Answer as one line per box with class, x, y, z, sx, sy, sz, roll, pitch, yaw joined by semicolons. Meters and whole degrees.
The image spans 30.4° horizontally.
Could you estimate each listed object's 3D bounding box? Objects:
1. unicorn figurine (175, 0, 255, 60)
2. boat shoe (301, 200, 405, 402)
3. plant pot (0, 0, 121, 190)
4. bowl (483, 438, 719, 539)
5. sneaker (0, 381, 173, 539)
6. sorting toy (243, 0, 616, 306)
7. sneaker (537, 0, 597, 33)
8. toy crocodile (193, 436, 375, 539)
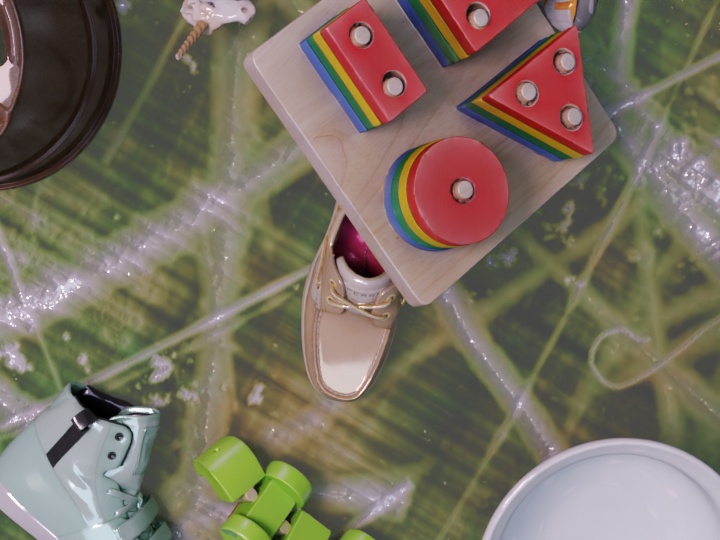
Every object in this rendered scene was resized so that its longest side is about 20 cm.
unicorn figurine;-0.055;-0.234;0.889;0.136;0.074;0.202;-3;84;0
boat shoe;0.000;0.000;0.924;0.073;0.069;0.202;10;99;-3
plant pot;-0.263;-0.141;0.829;0.198;0.198;0.203;0;99;-2
bowl;0.176;0.206;0.946;0.199;0.090;0.203;0;100;-2
sneaker;-0.159;0.168;0.944;0.200;0.074;0.118;38;103;-5
sorting toy;0.063;-0.115;0.863;0.200;0.069;0.200;-40;102;-21
sneaker;0.157;-0.260;0.884;0.076;0.078;0.202;-3;106;-19
toy crocodile;-0.044;0.202;0.964;0.200;0.062;0.068;45;60;-13
